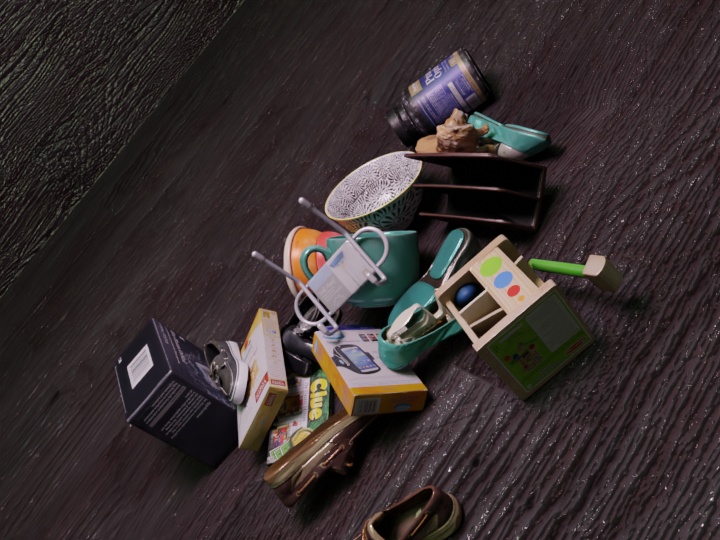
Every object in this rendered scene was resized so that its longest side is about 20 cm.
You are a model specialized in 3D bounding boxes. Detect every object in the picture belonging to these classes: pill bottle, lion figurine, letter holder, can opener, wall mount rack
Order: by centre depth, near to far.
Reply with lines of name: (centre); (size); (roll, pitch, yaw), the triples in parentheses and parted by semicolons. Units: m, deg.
wall mount rack: (-0.059, -0.007, 1.065); (0.200, 0.174, 0.074); (-45, -9, 19)
letter holder: (0.167, -0.128, 1.111); (0.199, 0.141, 0.102); (12, 94, 52)
can opener: (-0.055, 0.141, 1.156); (0.198, 0.080, 0.063); (18, 29, 34)
lion figurine: (0.145, -0.214, 1.196); (0.199, 0.121, 0.073); (-17, 84, 63)
pill bottle: (0.153, -0.337, 1.391); (0.199, 0.112, 0.112); (-33, 36, 18)

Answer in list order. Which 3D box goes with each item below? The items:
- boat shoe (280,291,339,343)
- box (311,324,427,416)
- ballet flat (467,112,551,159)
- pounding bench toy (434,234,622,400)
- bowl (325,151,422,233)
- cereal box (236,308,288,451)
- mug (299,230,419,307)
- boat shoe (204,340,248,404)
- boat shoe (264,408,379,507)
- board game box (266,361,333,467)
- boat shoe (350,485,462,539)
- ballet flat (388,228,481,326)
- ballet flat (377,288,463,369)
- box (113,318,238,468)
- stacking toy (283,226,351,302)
boat shoe: (-0.123, 0.126, 1.261); (0.202, 0.063, 0.074); (-51, 40, 4)
box: (0.005, 0.144, 1.062); (0.200, 0.118, 0.042); (-132, 48, -57)
ballet flat: (0.248, -0.220, 1.210); (0.200, 0.067, 0.071); (37, 109, 55)
pounding bench toy: (0.225, 0.031, 0.928); (0.200, 0.124, 0.156); (-41, 34, 7)
bowl: (0.043, -0.123, 1.295); (0.199, 0.095, 0.202); (-24, 31, 16)
cereal box: (-0.172, 0.182, 1.189); (0.145, 0.039, 0.201); (-63, 24, 27)
mug: (0.008, -0.001, 1.163); (0.183, 0.116, 0.152); (-3, 6, 20)
boat shoe: (-0.237, 0.175, 1.222); (0.200, 0.056, 0.069); (-141, 65, -68)
boat shoe: (-0.042, 0.266, 1.025); (0.199, 0.072, 0.072); (-36, 2, -18)
board game box: (-0.095, 0.223, 1.147); (0.103, 0.024, 0.201); (-13, 43, 12)
boat shoe: (0.030, 0.331, 0.881); (0.199, 0.072, 0.073); (-34, 36, 17)
ballet flat: (0.123, 0.028, 1.099); (0.201, 0.064, 0.067); (-54, 38, -1)
ballet flat: (0.109, 0.068, 1.022); (0.199, 0.071, 0.067); (-33, 41, -8)
box: (-0.319, 0.218, 1.259); (0.118, 0.200, 0.197); (-48, 35, 1)
stacking toy: (-0.029, -0.017, 1.281); (0.197, 0.147, 0.147); (-6, 48, 21)
